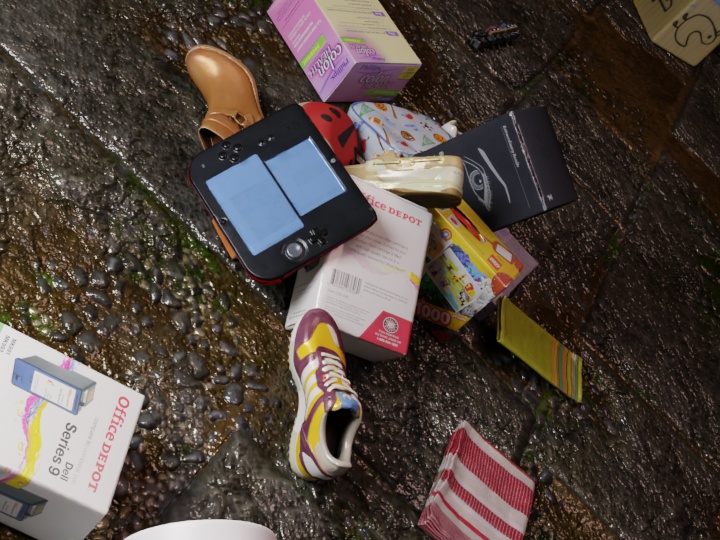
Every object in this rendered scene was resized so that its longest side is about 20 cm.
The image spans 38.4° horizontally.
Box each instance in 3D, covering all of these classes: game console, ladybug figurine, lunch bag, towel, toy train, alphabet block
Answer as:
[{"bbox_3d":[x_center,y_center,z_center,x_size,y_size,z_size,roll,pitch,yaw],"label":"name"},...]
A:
[{"bbox_3d":[-0.100,-0.096,1.281,0.176,0.031,0.201,-31,72,-9],"label":"game console"},{"bbox_3d":[-0.054,-0.181,1.497,0.137,0.071,0.200,62,25,-21],"label":"ladybug figurine"},{"bbox_3d":[0.067,-0.192,1.628,0.199,0.076,0.160,-4,43,-44],"label":"lunch bag"},{"bbox_3d":[0.274,0.120,1.563,0.200,0.018,0.087,37,41,-30],"label":"towel"},{"bbox_3d":[0.283,-0.496,2.187,0.046,0.034,0.199,42,35,17],"label":"toy train"},{"bbox_3d":[0.156,0.296,1.317,0.144,0.023,0.200,41,36,-7],"label":"towel"},{"bbox_3d":[0.914,-0.729,2.875,0.194,0.200,0.198,20,43,-28],"label":"alphabet block"}]

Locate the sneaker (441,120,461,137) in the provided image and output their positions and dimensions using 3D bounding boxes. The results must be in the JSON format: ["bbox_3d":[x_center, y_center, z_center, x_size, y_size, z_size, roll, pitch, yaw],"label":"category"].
[{"bbox_3d":[0.197,-0.175,1.751,0.199,0.087,0.075,32,36,-20],"label":"sneaker"}]

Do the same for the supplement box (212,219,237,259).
[{"bbox_3d":[-0.097,-0.068,1.383,0.199,0.067,0.069,-12,64,-48],"label":"supplement box"}]

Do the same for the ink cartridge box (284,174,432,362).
[{"bbox_3d":[0.000,0.000,1.335,0.147,0.085,0.202,23,67,-26],"label":"ink cartridge box"}]

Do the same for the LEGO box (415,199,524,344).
[{"bbox_3d":[0.107,-0.022,1.465,0.200,0.149,0.077,47,36,4],"label":"LEGO box"}]

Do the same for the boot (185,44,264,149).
[{"bbox_3d":[-0.191,-0.217,1.421,0.200,0.074,0.155,45,32,-5],"label":"boot"}]

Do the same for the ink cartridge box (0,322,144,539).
[{"bbox_3d":[-0.317,0.145,0.951,0.199,0.087,0.146,33,38,-19],"label":"ink cartridge box"}]

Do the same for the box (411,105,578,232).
[{"bbox_3d":[0.190,-0.132,1.494,0.104,0.199,0.149,-18,89,-50],"label":"box"}]

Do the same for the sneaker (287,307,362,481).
[{"bbox_3d":[-0.033,0.137,1.183,0.074,0.090,0.202,9,71,-35],"label":"sneaker"}]

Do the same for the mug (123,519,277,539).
[{"bbox_3d":[-0.164,0.327,0.897,0.198,0.148,0.177,-2,59,-8],"label":"mug"}]

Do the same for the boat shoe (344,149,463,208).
[{"bbox_3d":[0.047,-0.124,1.375,0.074,0.198,0.067,44,56,-60],"label":"boat shoe"}]

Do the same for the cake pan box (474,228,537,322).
[{"bbox_3d":[0.176,-0.033,1.626,0.200,0.052,0.184,47,39,3],"label":"cake pan box"}]

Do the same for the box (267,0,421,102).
[{"bbox_3d":[-0.027,-0.388,1.731,0.175,0.097,0.201,-11,63,-49],"label":"box"}]
